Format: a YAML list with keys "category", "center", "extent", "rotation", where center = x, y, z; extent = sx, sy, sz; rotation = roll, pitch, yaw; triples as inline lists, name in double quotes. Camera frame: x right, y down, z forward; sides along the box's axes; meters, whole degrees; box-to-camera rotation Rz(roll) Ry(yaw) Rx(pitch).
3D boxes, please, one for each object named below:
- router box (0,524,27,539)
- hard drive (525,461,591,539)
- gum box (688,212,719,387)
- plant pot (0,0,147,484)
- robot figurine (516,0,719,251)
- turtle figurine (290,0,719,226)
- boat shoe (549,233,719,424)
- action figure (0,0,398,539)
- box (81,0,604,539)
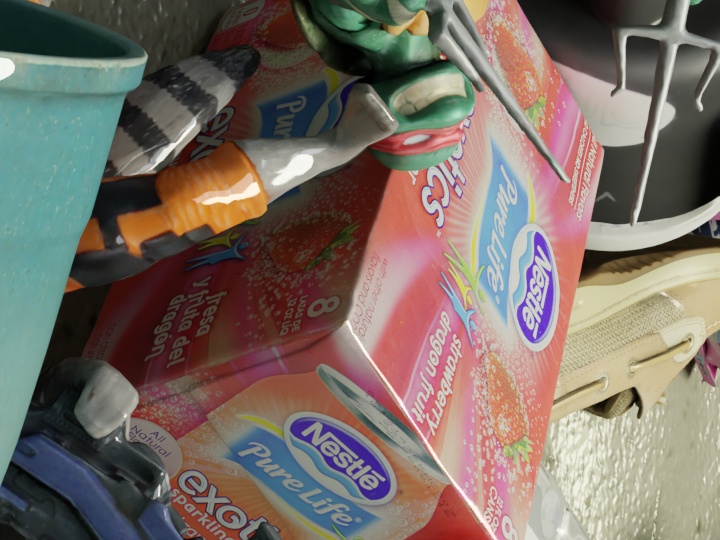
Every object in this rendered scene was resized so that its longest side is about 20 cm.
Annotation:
- category: "router box"
  center: [-0.080, 0.161, 0.784]
  extent: [0.149, 0.051, 0.201]
  rotation: [28, 67, -54]
- category: "hard drive"
  center: [0.048, 0.145, 0.965]
  extent: [0.200, 0.038, 0.140]
  rotation: [56, 43, -47]
- category: "gum box"
  center: [0.188, -0.052, 1.205]
  extent: [0.200, 0.066, 0.114]
  rotation: [-59, 136, -39]
- category: "plant pot"
  center: [-0.159, 0.026, 0.539]
  extent: [0.200, 0.200, 0.189]
  rotation: [-1, 107, -58]
- category: "robot figurine"
  center: [0.093, -0.089, 0.952]
  extent: [0.200, 0.124, 0.151]
  rotation: [90, 0, -63]
- category: "turtle figurine"
  center: [0.021, -0.097, 0.711]
  extent: [0.150, 0.100, 0.201]
  rotation: [-30, 118, -54]
- category: "boat shoe"
  center: [0.090, 0.023, 1.053]
  extent: [0.200, 0.071, 0.065]
  rotation: [-11, 105, -48]
- category: "action figure"
  center: [-0.076, 0.017, 0.695]
  extent: [0.194, 0.200, 0.105]
  rotation: [-48, 178, -6]
- category: "box"
  center: [0.000, 0.000, 0.818]
  extent: [0.103, 0.094, 0.200]
  rotation: [57, 30, -28]
